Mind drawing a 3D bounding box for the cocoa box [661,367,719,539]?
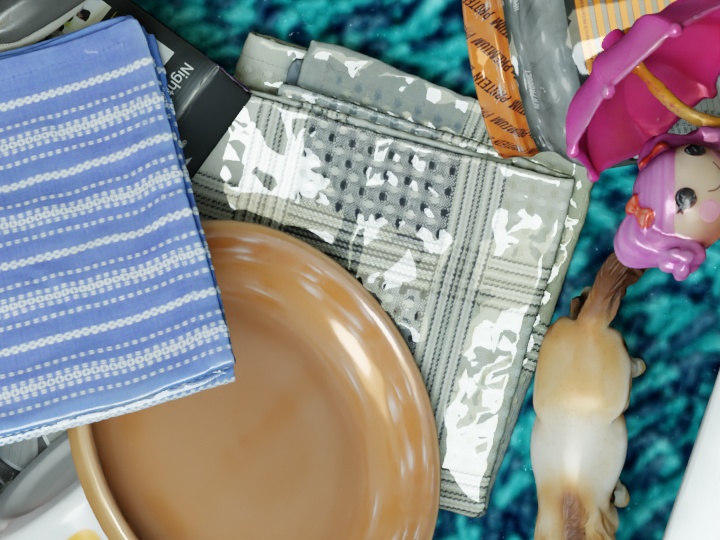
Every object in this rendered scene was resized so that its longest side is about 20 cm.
[{"bbox_3d":[0.215,0.091,1.173,0.130,0.133,0.201,19,96,9],"label":"cocoa box"}]

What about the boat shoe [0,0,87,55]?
[{"bbox_3d":[-0.113,-0.178,1.225,0.200,0.057,0.067,-42,66,-16],"label":"boat shoe"}]

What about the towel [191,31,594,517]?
[{"bbox_3d":[0.000,0.000,1.264,0.191,0.035,0.201,18,96,10],"label":"towel"}]

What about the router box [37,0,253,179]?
[{"bbox_3d":[-0.170,-0.049,1.254,0.149,0.051,0.200,37,90,24],"label":"router box"}]

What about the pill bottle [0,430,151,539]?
[{"bbox_3d":[-0.079,0.167,1.236,0.112,0.112,0.200,-35,105,11],"label":"pill bottle"}]

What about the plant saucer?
[{"bbox_3d":[-0.051,0.076,1.190,0.037,0.200,0.201,-31,86,46],"label":"plant saucer"}]

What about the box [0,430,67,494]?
[{"bbox_3d":[-0.234,0.100,1.311,0.199,0.048,0.160,10,96,11],"label":"box"}]

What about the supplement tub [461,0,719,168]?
[{"bbox_3d":[0.152,-0.115,1.181,0.199,0.123,0.123,-9,91,12],"label":"supplement tub"}]

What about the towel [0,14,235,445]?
[{"bbox_3d":[-0.142,-0.019,1.153,0.144,0.024,0.201,-15,56,-3],"label":"towel"}]

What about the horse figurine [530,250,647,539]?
[{"bbox_3d":[0.105,0.077,1.196,0.050,0.132,0.201,7,94,13],"label":"horse figurine"}]

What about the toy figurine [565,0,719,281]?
[{"bbox_3d":[0.172,-0.037,1.065,0.183,0.150,0.201,7,64,16],"label":"toy figurine"}]
